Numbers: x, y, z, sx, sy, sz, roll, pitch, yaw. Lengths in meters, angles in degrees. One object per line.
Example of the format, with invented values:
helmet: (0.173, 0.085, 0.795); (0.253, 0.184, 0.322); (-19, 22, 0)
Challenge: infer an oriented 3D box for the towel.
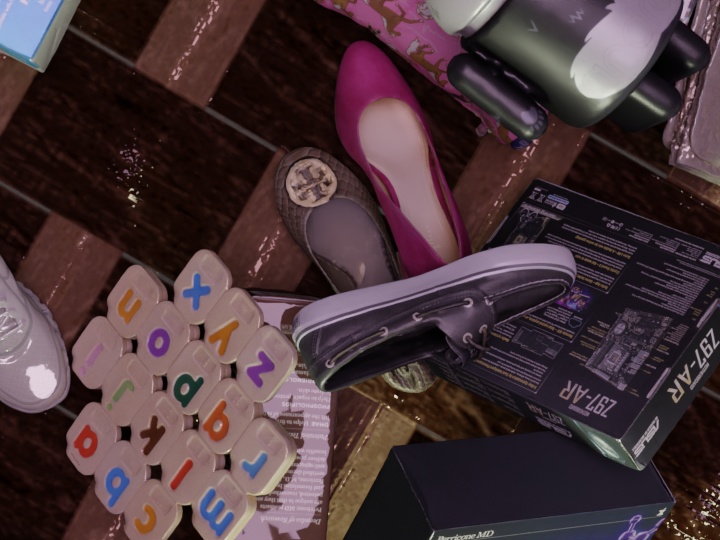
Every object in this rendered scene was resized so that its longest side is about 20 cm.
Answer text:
towel: (0.285, -0.156, 1.553); (0.133, 0.034, 0.200); (19, 89, -46)

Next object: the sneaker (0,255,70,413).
sneaker: (-0.273, 0.015, 1.527); (0.075, 0.081, 0.200); (-31, 95, -4)

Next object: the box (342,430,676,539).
box: (0.096, 0.184, 1.489); (0.200, 0.079, 0.141); (-3, 135, -30)

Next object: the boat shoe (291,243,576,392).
boat shoe: (0.055, 0.037, 1.456); (0.200, 0.070, 0.066); (-12, 62, -8)

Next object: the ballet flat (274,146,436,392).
ballet flat: (0.000, 0.000, 1.562); (0.067, 0.046, 0.200); (-27, 94, -4)

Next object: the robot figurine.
robot figurine: (0.136, -0.176, 1.457); (0.200, 0.150, 0.125); (35, 125, -10)

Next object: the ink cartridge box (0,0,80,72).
ink cartridge box: (-0.299, -0.215, 1.499); (0.200, 0.116, 0.067); (27, 90, -5)

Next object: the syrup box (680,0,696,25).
syrup box: (0.149, -0.239, 1.548); (0.200, 0.081, 0.079); (21, 88, -4)

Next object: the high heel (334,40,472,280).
high heel: (0.031, -0.078, 1.526); (0.067, 0.096, 0.200); (-9, 80, -14)

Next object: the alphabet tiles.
alphabet tiles: (-0.127, 0.093, 1.506); (0.200, 0.015, 0.196); (48, 113, 29)

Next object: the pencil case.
pencil case: (0.059, -0.174, 1.544); (0.200, 0.083, 0.087); (38, 89, -5)

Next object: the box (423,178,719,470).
box: (0.157, 0.033, 1.495); (0.160, 0.200, 0.044); (-53, 136, -15)

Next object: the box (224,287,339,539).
box: (-0.058, 0.116, 1.533); (0.075, 0.100, 0.200); (6, 92, -10)
